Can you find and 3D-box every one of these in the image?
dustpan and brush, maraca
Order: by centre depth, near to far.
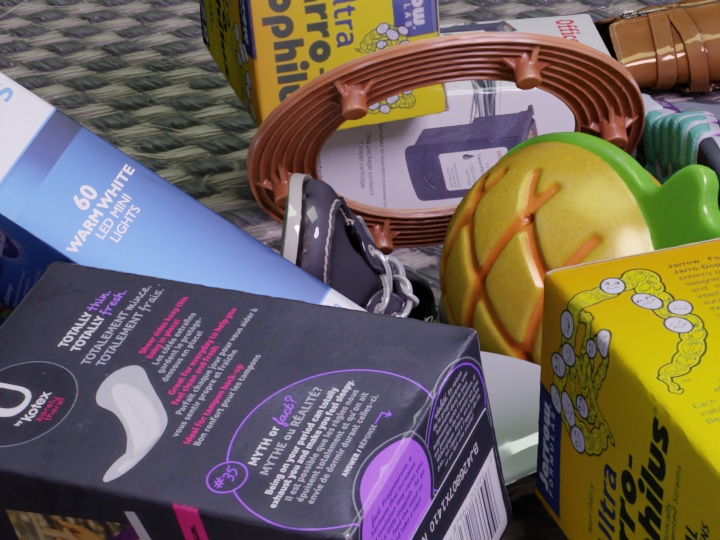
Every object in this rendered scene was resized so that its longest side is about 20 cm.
[{"bbox_3d":[0.025,0.071,1.035,0.139,0.057,0.200,-22,33,-13],"label":"dustpan and brush"},{"bbox_3d":[0.109,0.006,1.046,0.106,0.138,0.200,-8,9,-34],"label":"maraca"}]

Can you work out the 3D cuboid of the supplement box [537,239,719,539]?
[{"bbox_3d":[0.155,0.083,0.844,0.109,0.109,0.200,-10,30,-17],"label":"supplement box"}]

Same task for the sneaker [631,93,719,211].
[{"bbox_3d":[0.189,-0.049,1.105,0.087,0.075,0.200,-4,21,-7],"label":"sneaker"}]

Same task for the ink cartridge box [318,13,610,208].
[{"bbox_3d":[0.056,-0.093,1.376,0.199,0.085,0.145,-4,23,-2],"label":"ink cartridge box"}]

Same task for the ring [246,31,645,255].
[{"bbox_3d":[0.043,-0.055,1.111,0.199,0.201,0.019,-6,64,-8],"label":"ring"}]

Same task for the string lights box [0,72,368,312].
[{"bbox_3d":[-0.098,0.005,0.998,0.199,0.103,0.059,33,67,-1],"label":"string lights box"}]

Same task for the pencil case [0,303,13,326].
[{"bbox_3d":[-0.191,0.077,0.999,0.086,0.078,0.200,12,26,18],"label":"pencil case"}]

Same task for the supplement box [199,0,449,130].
[{"bbox_3d":[-0.030,-0.163,1.308,0.109,0.109,0.200,-11,23,-11],"label":"supplement box"}]

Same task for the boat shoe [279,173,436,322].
[{"bbox_3d":[0.000,0.000,1.086,0.062,0.073,0.200,6,-11,8],"label":"boat shoe"}]

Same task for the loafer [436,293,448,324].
[{"bbox_3d":[0.137,0.005,1.152,0.199,0.063,0.072,2,23,11],"label":"loafer"}]

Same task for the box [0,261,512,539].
[{"bbox_3d":[-0.057,0.084,0.892,0.199,0.107,0.122,9,42,26],"label":"box"}]

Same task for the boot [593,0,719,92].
[{"bbox_3d":[0.245,-0.150,1.500,0.154,0.077,0.200,-6,19,-12],"label":"boot"}]
